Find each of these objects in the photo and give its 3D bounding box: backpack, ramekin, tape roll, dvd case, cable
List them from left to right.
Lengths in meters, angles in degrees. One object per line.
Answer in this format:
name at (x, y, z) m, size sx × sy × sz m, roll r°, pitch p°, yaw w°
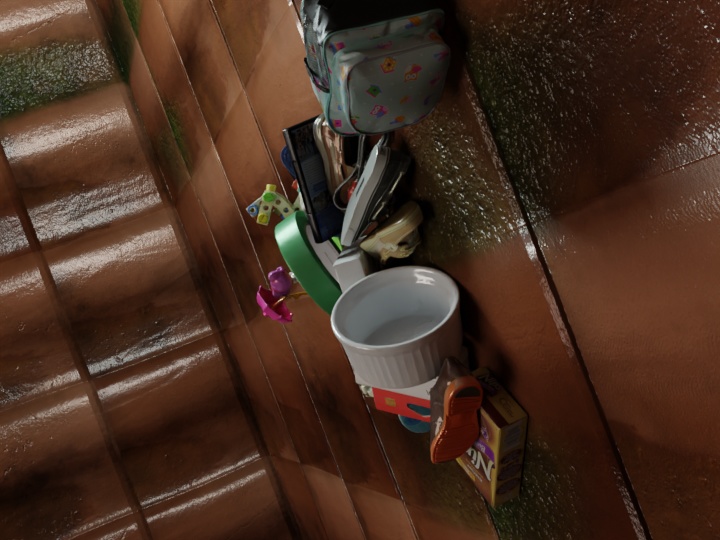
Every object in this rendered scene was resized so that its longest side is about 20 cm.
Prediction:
tape roll at (-0.071, -0.011, 1.648) m, size 0.200 × 0.048 × 0.200 m, roll 51°, pitch -166°, yaw -18°
dvd case at (-0.056, -0.162, 1.598) m, size 0.018 × 0.143 × 0.200 m, roll -2°, pitch 111°, yaw 40°
cable at (0.006, -0.163, 1.515) m, size 0.050 × 0.097 × 0.200 m, roll -67°, pitch -18°, yaw -51°
backpack at (0.021, -0.261, 1.207) m, size 0.200 × 0.176 × 0.153 m, roll 98°, pitch 150°, yaw -63°
ramekin at (0.063, 0.089, 1.445) m, size 0.200 × 0.200 × 0.098 m, roll 44°, pitch 156°, yaw 52°

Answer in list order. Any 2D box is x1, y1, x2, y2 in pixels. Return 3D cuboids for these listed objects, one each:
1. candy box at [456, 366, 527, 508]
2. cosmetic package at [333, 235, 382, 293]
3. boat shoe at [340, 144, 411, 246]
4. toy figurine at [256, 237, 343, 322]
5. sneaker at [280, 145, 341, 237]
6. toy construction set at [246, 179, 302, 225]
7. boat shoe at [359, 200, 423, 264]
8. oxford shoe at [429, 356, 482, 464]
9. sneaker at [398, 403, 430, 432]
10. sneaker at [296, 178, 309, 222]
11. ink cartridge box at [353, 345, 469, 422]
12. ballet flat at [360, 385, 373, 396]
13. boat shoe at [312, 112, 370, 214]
candy box at (0.199, 0.261, 1.459) m, size 0.117 × 0.056 × 0.200 m, roll 50°, pitch 155°, yaw 43°
cosmetic package at (0.000, 0.000, 1.614) m, size 0.200 × 0.051 × 0.083 m, roll -67°, pitch -43°, yaw -75°
boat shoe at (0.022, -0.107, 1.473) m, size 0.200 × 0.064 × 0.071 m, roll 117°, pitch 163°, yaw -44°
toy figurine at (-0.122, 0.027, 1.908) m, size 0.150 × 0.184 × 0.200 m, roll 49°, pitch 152°, yaw 46°
sneaker at (-0.081, -0.156, 1.798) m, size 0.200 × 0.070 × 0.078 m, roll 61°, pitch -171°, yaw -1°
toy construction set at (-0.116, -0.162, 1.721) m, size 0.200 × 0.131 × 0.092 m, roll -64°, pitch -2°, yaw 20°
boat shoe at (0.063, -0.055, 1.497) m, size 0.066 × 0.074 × 0.200 m, roll 45°, pitch 163°, yaw -5°
oxford shoe at (0.136, 0.212, 1.410) m, size 0.073 × 0.071 × 0.200 m, roll -116°, pitch 27°, yaw -44°
sneaker at (0.083, 0.192, 1.704) m, size 0.131 × 0.079 × 0.200 m, roll -102°, pitch -11°, yaw -54°
sneaker at (-0.075, -0.152, 1.625) m, size 0.093 × 0.070 × 0.200 m, roll -75°, pitch -26°, yaw -62°
ink cartridge box at (0.086, 0.189, 1.543) m, size 0.200 × 0.045 × 0.176 m, roll 9°, pitch 123°, yaw 32°
ballet flat at (0.038, 0.220, 1.845) m, size 0.067 × 0.070 × 0.200 m, roll 70°, pitch 162°, yaw -4°
boat shoe at (-0.015, -0.170, 1.569) m, size 0.072 × 0.076 × 0.200 m, roll 6°, pitch 130°, yaw 41°
